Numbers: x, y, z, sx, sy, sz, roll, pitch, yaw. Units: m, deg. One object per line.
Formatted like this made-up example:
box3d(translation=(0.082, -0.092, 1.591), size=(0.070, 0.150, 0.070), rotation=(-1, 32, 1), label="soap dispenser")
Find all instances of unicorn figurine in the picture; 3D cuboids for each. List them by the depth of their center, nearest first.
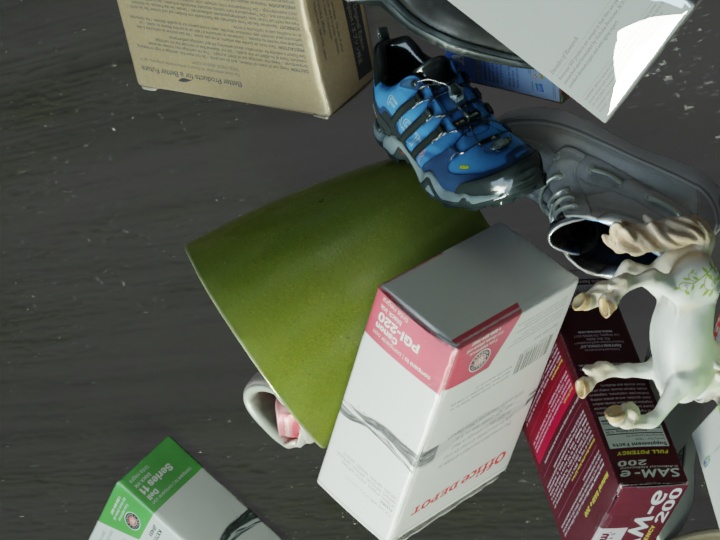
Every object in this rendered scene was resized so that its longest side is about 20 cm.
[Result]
box3d(translation=(0.210, 0.050, 1.550), size=(0.074, 0.137, 0.201), rotation=(49, 144, 39), label="unicorn figurine")

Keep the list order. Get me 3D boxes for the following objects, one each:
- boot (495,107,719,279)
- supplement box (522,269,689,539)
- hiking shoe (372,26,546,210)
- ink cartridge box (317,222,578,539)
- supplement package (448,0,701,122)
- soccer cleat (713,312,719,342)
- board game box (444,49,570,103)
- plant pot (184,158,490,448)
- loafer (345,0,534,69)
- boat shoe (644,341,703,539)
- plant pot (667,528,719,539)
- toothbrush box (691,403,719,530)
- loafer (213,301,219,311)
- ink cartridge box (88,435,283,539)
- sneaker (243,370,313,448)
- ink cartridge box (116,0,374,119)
box3d(translation=(0.155, -0.053, 1.625), size=(0.199, 0.096, 0.074), rotation=(19, 131, 31), label="boot")
box3d(translation=(0.169, 0.109, 1.679), size=(0.109, 0.060, 0.201), rotation=(111, 150, -46), label="supplement box")
box3d(translation=(0.060, -0.107, 1.633), size=(0.200, 0.074, 0.087), rotation=(33, 144, 52), label="hiking shoe")
box3d(translation=(0.062, 0.083, 1.654), size=(0.085, 0.145, 0.201), rotation=(37, 132, 26), label="ink cartridge box")
box3d(translation=(0.132, -0.221, 1.481), size=(0.200, 0.121, 0.120), rotation=(37, 135, 3), label="supplement package")
box3d(translation=(0.288, 0.033, 1.579), size=(0.069, 0.085, 0.200), rotation=(41, 138, 9), label="soccer cleat")
box3d(translation=(0.099, -0.220, 1.610), size=(0.102, 0.019, 0.201), rotation=(16, 129, 32), label="board game box")
box3d(translation=(0.000, 0.000, 1.719), size=(0.188, 0.199, 0.187), rotation=(55, -179, -2), label="plant pot")
box3d(translation=(0.049, -0.204, 1.602), size=(0.199, 0.073, 0.073), rotation=(26, 102, 9), label="loafer")
box3d(translation=(0.217, 0.120, 1.718), size=(0.063, 0.071, 0.201), rotation=(24, 132, 30), label="boat shoe")
box3d(translation=(0.288, 0.328, 1.744), size=(0.199, 0.200, 0.174), rotation=(22, 149, 28), label="plant pot")
box3d(translation=(0.320, 0.125, 1.528), size=(0.200, 0.085, 0.146), rotation=(124, 142, -48), label="toothbrush box")
box3d(translation=(-0.049, -0.008, 1.868), size=(0.199, 0.070, 0.070), rotation=(-16, 104, 39), label="loafer")
box3d(translation=(-0.153, 0.279, 2.158), size=(0.200, 0.083, 0.147), rotation=(40, 139, 10), label="ink cartridge box")
box3d(translation=(-0.010, 0.119, 1.896), size=(0.199, 0.105, 0.076), rotation=(18, 128, 30), label="sneaker")
box3d(translation=(-0.096, -0.217, 1.743), size=(0.199, 0.075, 0.166), rotation=(12, 128, 35), label="ink cartridge box")
